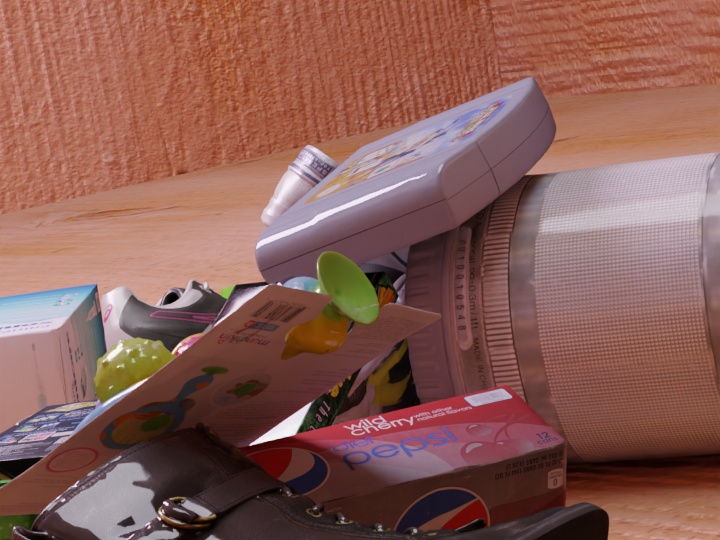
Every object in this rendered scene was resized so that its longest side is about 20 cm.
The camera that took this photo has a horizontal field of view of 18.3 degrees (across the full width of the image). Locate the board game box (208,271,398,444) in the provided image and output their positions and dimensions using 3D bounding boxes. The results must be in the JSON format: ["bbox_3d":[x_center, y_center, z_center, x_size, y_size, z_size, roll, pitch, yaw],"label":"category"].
[{"bbox_3d":[-0.062,0.081,1.138,0.105,0.023,0.200,-2,44,36],"label":"board game box"}]

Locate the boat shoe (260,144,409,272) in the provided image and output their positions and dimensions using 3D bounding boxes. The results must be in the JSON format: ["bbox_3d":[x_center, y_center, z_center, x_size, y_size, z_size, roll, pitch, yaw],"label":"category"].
[{"bbox_3d":[0.000,0.000,1.421,0.071,0.070,0.200,35,-7,38],"label":"boat shoe"}]

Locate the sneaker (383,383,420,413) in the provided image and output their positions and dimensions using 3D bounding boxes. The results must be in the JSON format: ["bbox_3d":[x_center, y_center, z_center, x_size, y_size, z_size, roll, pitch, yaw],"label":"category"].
[{"bbox_3d":[0.046,0.051,1.362,0.078,0.066,0.200,32,21,21],"label":"sneaker"}]

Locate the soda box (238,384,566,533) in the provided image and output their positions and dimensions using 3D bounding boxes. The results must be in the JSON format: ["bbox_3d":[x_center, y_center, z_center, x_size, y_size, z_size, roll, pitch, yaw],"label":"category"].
[{"bbox_3d":[-0.008,0.113,1.010,0.200,0.070,0.063,-11,28,-20],"label":"soda box"}]

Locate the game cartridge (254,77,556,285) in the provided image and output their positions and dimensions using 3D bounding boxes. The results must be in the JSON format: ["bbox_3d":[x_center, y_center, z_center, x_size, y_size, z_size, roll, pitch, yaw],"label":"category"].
[{"bbox_3d":[0.034,-0.052,1.220,0.133,0.042,0.200,-25,9,25],"label":"game cartridge"}]

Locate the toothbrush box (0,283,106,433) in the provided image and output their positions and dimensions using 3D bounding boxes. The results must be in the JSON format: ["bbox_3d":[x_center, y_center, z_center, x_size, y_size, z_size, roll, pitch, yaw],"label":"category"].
[{"bbox_3d":[-0.264,0.073,1.598,0.146,0.085,0.200,-8,7,1],"label":"toothbrush box"}]

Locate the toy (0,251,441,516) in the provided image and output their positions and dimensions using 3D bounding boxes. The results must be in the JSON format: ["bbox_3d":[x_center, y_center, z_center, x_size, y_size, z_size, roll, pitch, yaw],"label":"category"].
[{"bbox_3d":[-0.075,0.048,0.979,0.200,0.047,0.115,-32,-25,31],"label":"toy"}]

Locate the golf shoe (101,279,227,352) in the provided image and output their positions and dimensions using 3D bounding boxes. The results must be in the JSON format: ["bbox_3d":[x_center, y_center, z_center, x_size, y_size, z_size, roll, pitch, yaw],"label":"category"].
[{"bbox_3d":[-0.087,0.044,1.492,0.077,0.088,0.200,-34,-19,35],"label":"golf shoe"}]

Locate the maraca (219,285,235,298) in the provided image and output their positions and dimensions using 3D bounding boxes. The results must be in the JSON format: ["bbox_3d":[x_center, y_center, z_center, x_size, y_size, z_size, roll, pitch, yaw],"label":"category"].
[{"bbox_3d":[-0.018,0.012,1.672,0.200,0.107,0.137,-12,9,-16],"label":"maraca"}]

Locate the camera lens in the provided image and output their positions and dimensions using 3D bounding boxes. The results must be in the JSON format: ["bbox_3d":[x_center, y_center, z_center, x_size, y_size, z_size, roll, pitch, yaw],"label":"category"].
[{"bbox_3d":[0.142,0.023,1.207,0.200,0.160,0.160,-6,8,21],"label":"camera lens"}]

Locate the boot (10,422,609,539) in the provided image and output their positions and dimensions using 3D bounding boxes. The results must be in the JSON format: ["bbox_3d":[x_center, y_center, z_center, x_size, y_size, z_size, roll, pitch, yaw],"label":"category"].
[{"bbox_3d":[-0.017,0.106,0.904,0.200,0.069,0.174,-18,35,-39],"label":"boot"}]

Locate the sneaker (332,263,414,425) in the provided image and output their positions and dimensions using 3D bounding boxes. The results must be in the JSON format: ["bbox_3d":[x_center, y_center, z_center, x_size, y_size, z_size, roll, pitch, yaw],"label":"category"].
[{"bbox_3d":[-0.030,0.066,1.221,0.085,0.075,0.200,18,43,26],"label":"sneaker"}]

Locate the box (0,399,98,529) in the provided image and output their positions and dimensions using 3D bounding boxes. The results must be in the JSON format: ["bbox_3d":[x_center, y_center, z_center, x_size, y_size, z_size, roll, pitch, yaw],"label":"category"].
[{"bbox_3d":[-0.122,0.107,1.325,0.200,0.046,0.159,-7,8,15],"label":"box"}]

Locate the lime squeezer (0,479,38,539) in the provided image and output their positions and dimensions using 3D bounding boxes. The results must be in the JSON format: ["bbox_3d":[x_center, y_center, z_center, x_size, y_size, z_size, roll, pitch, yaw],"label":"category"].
[{"bbox_3d":[-0.188,0.143,1.230,0.200,0.038,0.071,-3,41,33],"label":"lime squeezer"}]
